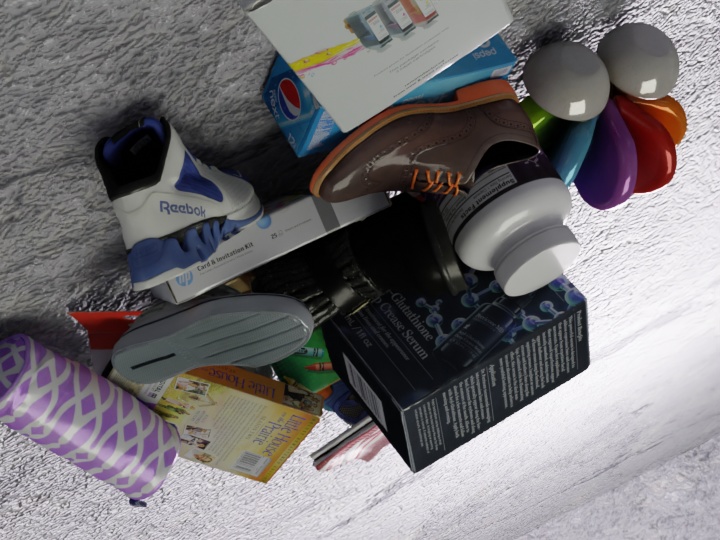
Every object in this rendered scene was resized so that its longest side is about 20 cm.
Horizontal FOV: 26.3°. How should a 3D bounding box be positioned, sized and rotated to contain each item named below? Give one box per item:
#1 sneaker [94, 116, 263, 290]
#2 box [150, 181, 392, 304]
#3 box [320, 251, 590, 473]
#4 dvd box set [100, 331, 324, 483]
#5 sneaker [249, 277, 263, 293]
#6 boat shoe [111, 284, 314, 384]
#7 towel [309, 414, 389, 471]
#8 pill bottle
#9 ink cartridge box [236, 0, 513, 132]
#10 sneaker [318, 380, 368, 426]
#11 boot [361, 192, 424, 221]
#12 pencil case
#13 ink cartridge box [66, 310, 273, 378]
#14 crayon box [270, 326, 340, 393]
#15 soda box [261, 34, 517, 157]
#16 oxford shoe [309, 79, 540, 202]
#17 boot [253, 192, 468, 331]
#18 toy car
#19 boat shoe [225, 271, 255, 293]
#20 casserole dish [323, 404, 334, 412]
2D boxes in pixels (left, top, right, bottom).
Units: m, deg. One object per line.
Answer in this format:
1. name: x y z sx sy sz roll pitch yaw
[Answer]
1. sneaker: -0.143 -0.070 1.202 0.080 0.115 0.199 -17 -167 17
2. box: -0.087 -0.032 1.330 0.200 0.041 0.156 -26 -172 -12
3. box: 0.087 0.059 1.398 0.200 0.148 0.107 -30 142 -15
4. dvd box set: -0.153 0.134 1.467 0.200 0.029 0.146 19 141 -15
5. sneaker: 0.001 -0.003 1.444 0.199 0.104 0.060 11 122 -2
6. boat shoe: -0.125 0.040 1.299 0.200 0.067 0.074 -11 133 27
7. towel: 0.034 0.152 1.545 0.144 0.023 0.200 -36 169 10
8. pill bottle: 0.110 -0.080 1.351 0.112 0.200 0.113 -26 157 -12
9. ink cartridge box: -0.013 -0.213 0.982 0.144 0.146 0.200 -32 158 5
10. sneaker: 0.048 0.095 1.608 0.200 0.079 0.075 -33 -171 -7
11. boot: 0.053 -0.025 1.528 0.200 0.107 0.075 -34 164 17
12. pencil case: -0.255 0.134 1.400 0.200 0.085 0.084 40 71 -33
13. ink cartridge box: -0.175 0.088 1.459 0.162 0.050 0.200 -1 162 7
14. crayon box: -0.034 0.068 1.569 0.119 0.058 0.200 -31 -173 -1
15. soda box: 0.025 -0.157 1.256 0.200 0.068 0.064 -17 153 -32
16. oxford shoe: 0.055 -0.092 1.242 0.200 0.073 0.071 -24 156 -19
17. boot: -0.002 0.004 1.295 0.158 0.080 0.211 -25 -170 -7
18. toy car: 0.225 -0.128 1.466 0.200 0.150 0.175 -18 155 -29
19. boat shoe: -0.104 0.036 1.497 0.076 0.074 0.200 -36 161 13
20. casserole dish: 0.013 0.072 1.685 0.200 0.121 0.039 -29 140 -1
